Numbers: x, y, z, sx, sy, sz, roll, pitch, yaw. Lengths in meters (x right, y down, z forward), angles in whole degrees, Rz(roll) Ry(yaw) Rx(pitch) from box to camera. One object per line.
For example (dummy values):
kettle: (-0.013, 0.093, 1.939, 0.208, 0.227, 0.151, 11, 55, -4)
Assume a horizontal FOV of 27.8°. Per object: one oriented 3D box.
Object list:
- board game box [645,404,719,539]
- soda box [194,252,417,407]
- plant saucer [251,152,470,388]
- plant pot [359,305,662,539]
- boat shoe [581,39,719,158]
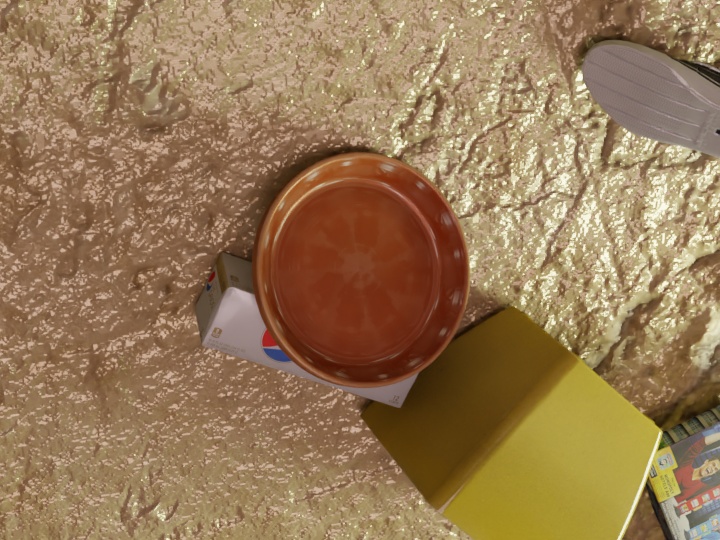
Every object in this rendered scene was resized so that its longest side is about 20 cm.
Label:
board game box: (0.391, 0.205, 1.471, 0.199, 0.062, 0.201, -25, 119, 0)
soda box: (-0.044, 0.054, 1.294, 0.199, 0.068, 0.064, 19, 112, -20)
plant saucer: (0.000, 0.000, 1.252, 0.199, 0.032, 0.202, 2, 86, -24)
plant pot: (0.151, 0.155, 1.327, 0.200, 0.200, 0.177, 39, 93, -26)
boat shoe: (0.284, -0.147, 1.263, 0.199, 0.071, 0.072, 26, 124, -2)
